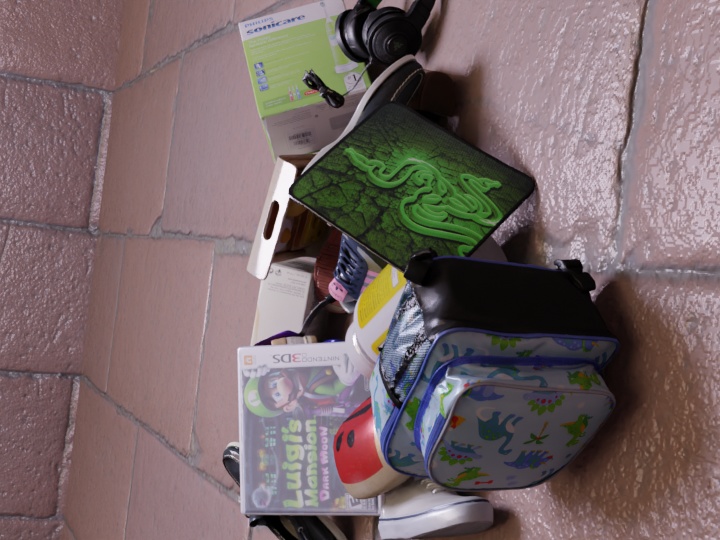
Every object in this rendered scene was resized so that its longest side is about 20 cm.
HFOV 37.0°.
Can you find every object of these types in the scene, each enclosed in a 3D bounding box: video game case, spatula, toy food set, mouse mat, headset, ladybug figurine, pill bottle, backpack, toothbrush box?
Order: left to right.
[{"bbox_3d":[-0.067,-0.251,1.397,0.086,0.145,0.200,75,179,-51],"label":"toothbrush box"},{"bbox_3d":[-0.063,-0.068,1.343,0.060,0.200,0.144,21,104,20],"label":"toy food set"},{"bbox_3d":[-0.059,0.186,1.268,0.023,0.181,0.201,14,-107,-69],"label":"video game case"},{"bbox_3d":[-0.050,0.050,1.334,0.200,0.056,0.021,-39,58,14],"label":"spatula"},{"bbox_3d":[0.009,-0.285,1.275,0.123,0.094,0.200,23,82,54],"label":"headset"},{"bbox_3d":[0.027,0.171,1.124,0.136,0.072,0.200,-50,4,-33],"label":"ladybug figurine"},{"bbox_3d":[0.047,-0.080,1.048,0.200,0.161,0.008,35,157,28],"label":"mouse mat"},{"bbox_3d":[0.059,0.040,1.101,0.200,0.111,0.112,132,138,-52],"label":"pill bottle"},{"bbox_3d":[0.102,0.101,0.904,0.200,0.182,0.147,114,152,-44],"label":"backpack"}]

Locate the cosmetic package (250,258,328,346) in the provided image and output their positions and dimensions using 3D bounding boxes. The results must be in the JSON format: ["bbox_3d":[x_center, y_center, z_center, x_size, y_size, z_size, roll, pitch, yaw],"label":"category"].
[{"bbox_3d":[-0.096,0.089,1.431,0.105,0.071,0.201,-11,-67,-73],"label":"cosmetic package"}]

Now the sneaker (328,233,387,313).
[{"bbox_3d":[0.000,0.000,1.175,0.070,0.082,0.200,52,176,23],"label":"sneaker"}]

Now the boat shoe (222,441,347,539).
[{"bbox_3d":[-0.107,0.296,1.322,0.199,0.066,0.075,44,144,7],"label":"boat shoe"}]

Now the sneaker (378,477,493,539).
[{"bbox_3d":[0.066,0.232,1.081,0.200,0.073,0.071,148,121,-61],"label":"sneaker"}]

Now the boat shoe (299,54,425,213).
[{"bbox_3d":[0.013,-0.138,1.151,0.060,0.076,0.200,37,91,19],"label":"boat shoe"}]

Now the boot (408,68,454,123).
[{"bbox_3d":[0.039,-0.136,1.247,0.155,0.073,0.201,16,86,65],"label":"boot"}]

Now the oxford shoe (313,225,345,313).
[{"bbox_3d":[-0.010,-0.039,1.359,0.074,0.071,0.201,-63,-10,-60],"label":"oxford shoe"}]

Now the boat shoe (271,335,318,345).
[{"bbox_3d":[-0.095,0.176,1.346,0.074,0.069,0.201,-130,45,-76],"label":"boat shoe"}]

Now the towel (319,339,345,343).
[{"bbox_3d":[-0.036,0.186,1.350,0.148,0.049,0.201,155,119,-79],"label":"towel"}]
